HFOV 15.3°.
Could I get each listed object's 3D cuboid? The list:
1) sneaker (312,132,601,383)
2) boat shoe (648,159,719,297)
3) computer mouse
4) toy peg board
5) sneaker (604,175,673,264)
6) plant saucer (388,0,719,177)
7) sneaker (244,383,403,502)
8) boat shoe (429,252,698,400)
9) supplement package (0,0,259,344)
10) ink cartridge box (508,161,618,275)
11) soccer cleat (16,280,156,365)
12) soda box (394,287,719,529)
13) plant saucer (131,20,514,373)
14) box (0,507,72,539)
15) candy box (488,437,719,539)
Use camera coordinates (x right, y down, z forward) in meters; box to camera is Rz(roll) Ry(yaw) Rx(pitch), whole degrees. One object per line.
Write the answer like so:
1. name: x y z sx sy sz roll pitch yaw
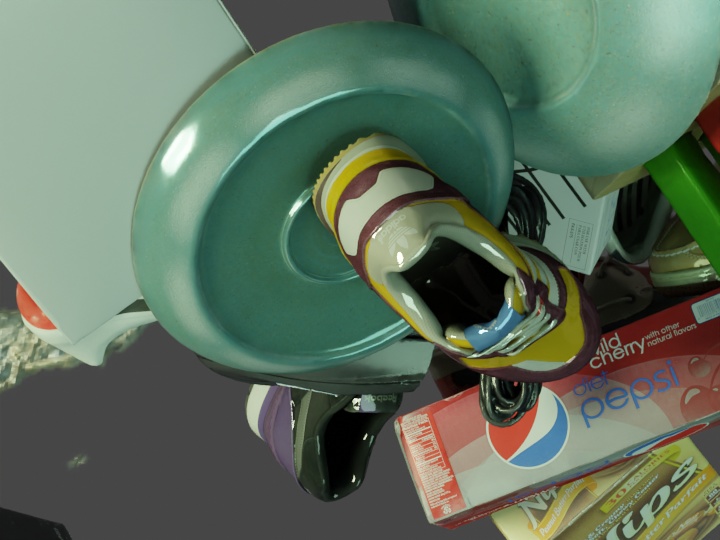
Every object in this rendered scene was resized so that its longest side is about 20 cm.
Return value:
1. sneaker: 0.058 0.017 1.271 0.075 0.090 0.200 -47 132 11
2. boat shoe: 0.219 -0.052 1.494 0.200 0.071 0.077 -35 115 -45
3. computer mouse: 0.000 0.000 1.382 0.046 0.199 0.141 -10 108 -72
4. toy peg board: 0.246 -0.089 1.342 0.200 0.098 0.199 -25 166 -45
5. sneaker: 0.155 -0.095 1.447 0.073 0.071 0.201 -14 128 -20
6. plant saucer: 0.080 -0.133 1.295 0.039 0.200 0.202 -31 139 -45
7. sneaker: 0.006 0.032 1.444 0.075 0.088 0.201 1 121 -30
8. boat shoe: 0.132 0.026 1.530 0.199 0.071 0.063 -31 93 -7
9. supplement package: -0.139 -0.097 1.254 0.155 0.111 0.200 -36 132 -2
10. ink cartridge box: 0.097 -0.102 1.395 0.093 0.044 0.201 16 124 13
11. soccer cleat: -0.084 -0.023 1.373 0.199 0.069 0.085 -35 141 1
12. soda box: 0.123 0.075 1.450 0.199 0.064 0.070 -22 169 8
13. plant saucer: -0.011 -0.026 1.281 0.199 0.027 0.201 -15 130 -18
14. box: -0.265 0.219 1.402 0.199 0.123 0.199 21 109 -36
15. candy box: 0.148 0.135 1.575 0.115 0.055 0.200 -41 156 2
